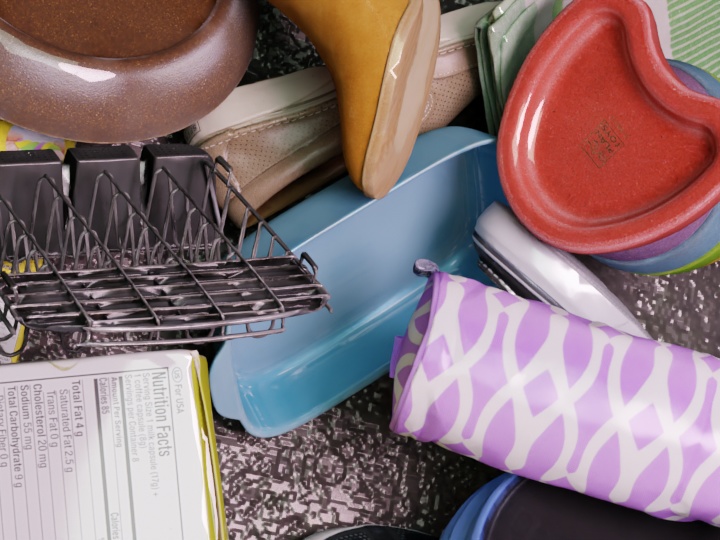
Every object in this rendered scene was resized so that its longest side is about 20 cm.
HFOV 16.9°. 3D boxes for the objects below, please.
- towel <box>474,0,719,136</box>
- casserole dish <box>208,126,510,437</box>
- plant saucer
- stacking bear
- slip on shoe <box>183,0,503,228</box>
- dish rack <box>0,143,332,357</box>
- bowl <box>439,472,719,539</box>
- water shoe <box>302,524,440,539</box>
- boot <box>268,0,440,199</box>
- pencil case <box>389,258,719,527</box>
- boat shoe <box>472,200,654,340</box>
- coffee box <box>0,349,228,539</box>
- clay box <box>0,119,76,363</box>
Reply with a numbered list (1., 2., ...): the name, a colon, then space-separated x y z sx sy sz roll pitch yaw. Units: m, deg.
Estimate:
1. towel: 0.142 -0.117 1.234 0.200 0.023 0.153 -36 137 -24
2. casserole dish: 0.000 0.000 1.177 0.200 0.121 0.039 -32 51 -21
3. plant saucer: -0.136 -0.152 1.150 0.200 0.032 0.201 13 56 -20
4. stacking bear: 0.160 -0.050 1.203 0.114 0.200 0.122 -44 64 19
5. slip on shoe: 0.014 -0.078 1.202 0.200 0.076 0.061 -18 75 -17
6. dish rack: -0.105 -0.003 1.038 0.153 0.200 0.055 -5 115 -23
7. bowl: 0.127 0.172 1.135 0.200 0.039 0.201 15 50 -19
8. water shoe: 0.058 0.165 1.177 0.199 0.079 0.072 13 77 -16
9. boot: -0.035 -0.140 1.130 0.144 0.071 0.202 8 89 13
10. pencil case: 0.107 0.065 1.129 0.199 0.086 0.084 19 74 -1
11. boat shoe: 0.113 0.052 1.199 0.071 0.072 0.200 -42 113 6
12. coffee box: -0.150 0.139 1.006 0.197 0.200 0.201 -6 88 -2
13. clay box: -0.198 -0.050 1.141 0.115 0.048 0.201 18 74 -17
